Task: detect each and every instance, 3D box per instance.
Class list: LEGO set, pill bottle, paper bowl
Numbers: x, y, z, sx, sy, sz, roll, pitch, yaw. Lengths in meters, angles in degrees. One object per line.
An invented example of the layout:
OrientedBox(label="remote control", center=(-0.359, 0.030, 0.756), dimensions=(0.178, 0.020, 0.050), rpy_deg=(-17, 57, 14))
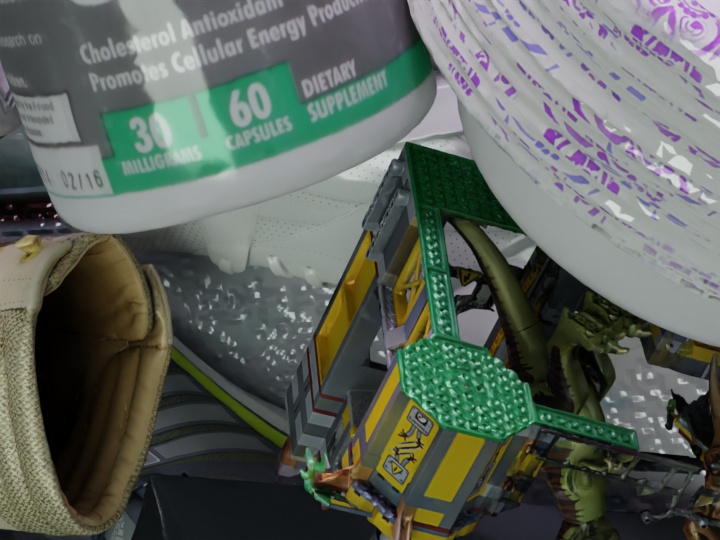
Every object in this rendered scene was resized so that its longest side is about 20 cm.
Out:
OrientedBox(label="LEGO set", center=(0.062, 0.061, 0.687), dimensions=(0.200, 0.154, 0.116), rpy_deg=(10, 126, -23))
OrientedBox(label="pill bottle", center=(-0.059, -0.121, 0.648), dimensions=(0.113, 0.113, 0.200), rpy_deg=(-12, 106, 22))
OrientedBox(label="paper bowl", center=(0.106, -0.057, 0.668), dimensions=(0.201, 0.201, 0.104), rpy_deg=(32, 128, 5))

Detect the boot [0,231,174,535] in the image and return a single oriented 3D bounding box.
OrientedBox(label="boot", center=(-0.130, -0.008, 0.784), dimensions=(0.155, 0.073, 0.200), rpy_deg=(-11, 71, 41))

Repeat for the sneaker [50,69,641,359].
OrientedBox(label="sneaker", center=(0.000, 0.000, 0.795), dimensions=(0.200, 0.074, 0.116), rpy_deg=(-9, 103, 20))

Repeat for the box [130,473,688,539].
OrientedBox(label="box", center=(0.017, 0.146, 0.779), dimensions=(0.200, 0.079, 0.141), rpy_deg=(6, 123, -20))

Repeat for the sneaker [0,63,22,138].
OrientedBox(label="sneaker", center=(-0.180, -0.115, 0.766), dimensions=(0.112, 0.078, 0.200), rpy_deg=(-28, 86, 24))

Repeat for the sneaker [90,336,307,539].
OrientedBox(label="sneaker", center=(-0.076, 0.065, 0.839), dimensions=(0.200, 0.081, 0.074), rpy_deg=(24, 115, 9))
